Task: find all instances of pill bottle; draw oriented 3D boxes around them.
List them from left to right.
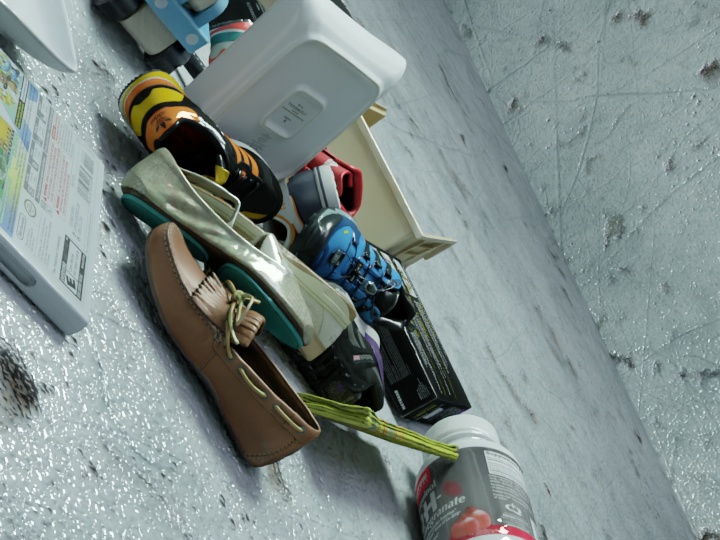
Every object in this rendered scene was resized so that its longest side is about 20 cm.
[{"bbox_3d":[0.112,0.236,1.388,0.111,0.110,0.201,51,17,-31],"label":"pill bottle"}]

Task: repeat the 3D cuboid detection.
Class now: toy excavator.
[{"bbox_3d":[-0.141,-0.269,1.324,0.100,0.199,0.195,48,18,-36],"label":"toy excavator"}]

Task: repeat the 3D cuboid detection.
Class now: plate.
[{"bbox_3d":[-0.298,-0.261,1.076,0.200,0.032,0.201,43,21,-49],"label":"plate"},{"bbox_3d":[-0.068,-0.154,1.320,0.199,0.200,0.032,26,28,-57],"label":"plate"}]

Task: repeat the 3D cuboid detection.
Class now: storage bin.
[{"bbox_3d":[0.019,-0.103,1.770,0.201,0.093,0.198,62,15,9],"label":"storage bin"}]

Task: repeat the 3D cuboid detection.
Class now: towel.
[{"bbox_3d":[0.016,0.143,1.309,0.200,0.086,0.018,31,75,-59],"label":"towel"}]

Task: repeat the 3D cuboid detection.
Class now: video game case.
[{"bbox_3d":[-0.241,-0.077,0.967,0.183,0.022,0.201,51,18,-33],"label":"video game case"}]

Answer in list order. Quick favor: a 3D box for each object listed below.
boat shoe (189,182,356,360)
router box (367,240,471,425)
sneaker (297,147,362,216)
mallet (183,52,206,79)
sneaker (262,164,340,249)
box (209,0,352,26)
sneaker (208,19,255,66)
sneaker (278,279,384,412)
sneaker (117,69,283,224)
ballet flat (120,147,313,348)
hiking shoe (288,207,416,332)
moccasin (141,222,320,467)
[{"bbox_3d":[-0.097,-0.001,1.201,0.200,0.067,0.074,38,-8,-4],"label":"boat shoe"},{"bbox_3d":[0.045,0.072,1.600,0.201,0.051,0.149,65,13,17],"label":"router box"},{"bbox_3d":[-0.060,-0.134,1.488,0.115,0.079,0.200,10,-34,51],"label":"sneaker"},{"bbox_3d":[-0.148,-0.163,1.446,0.200,0.066,0.041,46,10,5],"label":"mallet"},{"bbox_3d":[-0.054,-0.034,1.437,0.200,0.079,0.079,79,-4,-57],"label":"sneaker"},{"bbox_3d":[-0.084,-0.281,1.699,0.149,0.124,0.200,66,14,20],"label":"box"},{"bbox_3d":[-0.077,-0.172,1.423,0.199,0.070,0.094,23,65,-44],"label":"sneaker"},{"bbox_3d":[-0.025,0.077,1.313,0.200,0.075,0.088,39,31,-55],"label":"sneaker"},{"bbox_3d":[-0.129,-0.085,1.237,0.200,0.070,0.090,44,8,-43],"label":"sneaker"},{"bbox_3d":[-0.101,-0.022,1.139,0.200,0.062,0.067,41,-22,-7],"label":"ballet flat"},{"bbox_3d":[0.000,0.000,1.353,0.086,0.075,0.200,33,-2,25],"label":"hiking shoe"},{"bbox_3d":[-0.099,0.051,1.091,0.202,0.077,0.074,61,15,1],"label":"moccasin"}]
